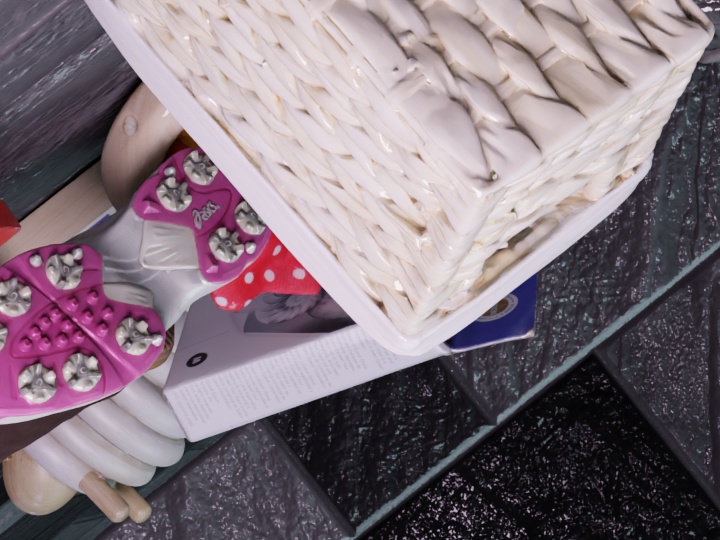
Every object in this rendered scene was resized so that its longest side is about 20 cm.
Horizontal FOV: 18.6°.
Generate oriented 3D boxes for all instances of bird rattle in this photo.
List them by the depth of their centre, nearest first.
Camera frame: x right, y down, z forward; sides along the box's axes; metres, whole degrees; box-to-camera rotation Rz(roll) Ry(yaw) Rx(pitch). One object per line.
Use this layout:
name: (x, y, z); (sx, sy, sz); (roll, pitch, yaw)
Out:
bird rattle: (-0.063, -0.067, 1.104); (0.163, 0.113, 0.200); (4, 139, -48)

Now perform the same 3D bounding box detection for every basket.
basket: (0.012, -0.094, 0.787); (0.136, 0.200, 0.123); (-36, 169, -26)

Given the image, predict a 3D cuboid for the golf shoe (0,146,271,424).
golf shoe: (-0.123, 0.019, 0.997); (0.200, 0.075, 0.092); (-36, 180, -44)

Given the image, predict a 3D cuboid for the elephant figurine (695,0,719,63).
elephant figurine: (0.279, -0.202, 1.656); (0.155, 0.142, 0.200); (-37, -161, 1)

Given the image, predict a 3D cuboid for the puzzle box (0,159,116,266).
puzzle box: (-0.147, -0.020, 1.233); (0.133, 0.025, 0.200); (-38, 174, -3)

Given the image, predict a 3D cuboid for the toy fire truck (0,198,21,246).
toy fire truck: (-0.226, 0.025, 0.968); (0.200, 0.049, 0.141); (-38, 174, 7)

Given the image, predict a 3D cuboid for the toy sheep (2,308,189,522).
toy sheep: (-0.157, 0.077, 1.424); (0.200, 0.138, 0.138); (-47, 174, 2)

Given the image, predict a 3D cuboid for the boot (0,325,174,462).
boot: (-0.179, 0.068, 1.230); (0.166, 0.072, 0.200); (-42, 177, 13)

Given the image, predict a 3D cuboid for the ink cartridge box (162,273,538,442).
ink cartridge box: (0.000, 0.000, 1.220); (0.200, 0.041, 0.200); (-18, -154, 15)
